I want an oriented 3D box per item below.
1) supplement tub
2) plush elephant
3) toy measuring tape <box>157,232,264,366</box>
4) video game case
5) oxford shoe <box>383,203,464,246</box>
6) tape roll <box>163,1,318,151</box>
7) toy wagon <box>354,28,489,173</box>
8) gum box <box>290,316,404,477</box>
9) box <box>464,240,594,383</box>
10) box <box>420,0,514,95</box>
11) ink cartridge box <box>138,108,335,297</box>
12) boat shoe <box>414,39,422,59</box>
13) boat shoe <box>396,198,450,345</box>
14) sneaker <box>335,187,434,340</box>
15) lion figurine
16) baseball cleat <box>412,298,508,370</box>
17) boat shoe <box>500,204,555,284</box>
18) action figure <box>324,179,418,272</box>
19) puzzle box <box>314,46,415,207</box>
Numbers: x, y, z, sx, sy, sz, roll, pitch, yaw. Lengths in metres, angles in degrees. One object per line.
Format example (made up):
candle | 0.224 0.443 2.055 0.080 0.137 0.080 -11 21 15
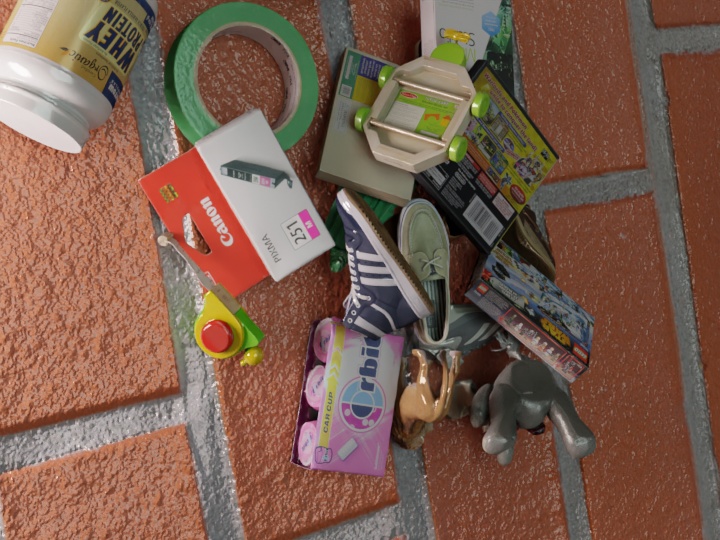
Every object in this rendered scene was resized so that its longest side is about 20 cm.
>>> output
supplement tub | -0.332 -0.251 1.107 0.144 0.144 0.202 28 76 -24
plush elephant | 0.208 0.201 1.377 0.163 0.155 0.202 -1 55 -19
toy measuring tape | -0.199 0.047 1.220 0.074 0.074 0.200 -43 94 -22
video game case | 0.169 -0.153 1.336 0.200 0.025 0.181 44 77 -32
oxford shoe | 0.085 -0.053 1.365 0.199 0.071 0.072 -28 103 -24
tape roll | -0.152 -0.241 1.257 0.198 0.048 0.203 1 89 -28
toy wagon | 0.091 -0.223 1.267 0.201 0.154 0.040 -61 154 -15
gum box | -0.016 0.167 1.304 0.112 0.066 0.202 12 82 -28
box | 0.245 0.052 1.386 0.200 0.040 0.137 40 32 -5
box | 0.152 -0.286 1.356 0.143 0.036 0.203 -1 89 -33
ink cartridge box | -0.153 -0.073 1.217 0.173 0.044 0.201 -32 109 -9
boat shoe | 0.136 -0.244 1.403 0.073 0.063 0.203 -23 101 -31
boat shoe | 0.095 0.003 1.310 0.071 0.062 0.202 -10 95 -10
sneaker | 0.000 0.000 1.243 0.108 0.070 0.201 -31 106 12
lion figurine | 0.082 0.173 1.293 0.072 0.200 0.124 7 76 -6
baseball cleat | 0.162 0.093 1.412 0.198 0.070 0.108 5 100 -23
boat shoe | 0.229 -0.065 1.451 0.200 0.072 0.072 49 38 -12
action figure | 0.003 -0.084 1.315 0.117 0.055 0.201 25 67 4
puzzle box | 0.021 -0.196 1.317 0.132 0.025 0.202 17 66 -13
